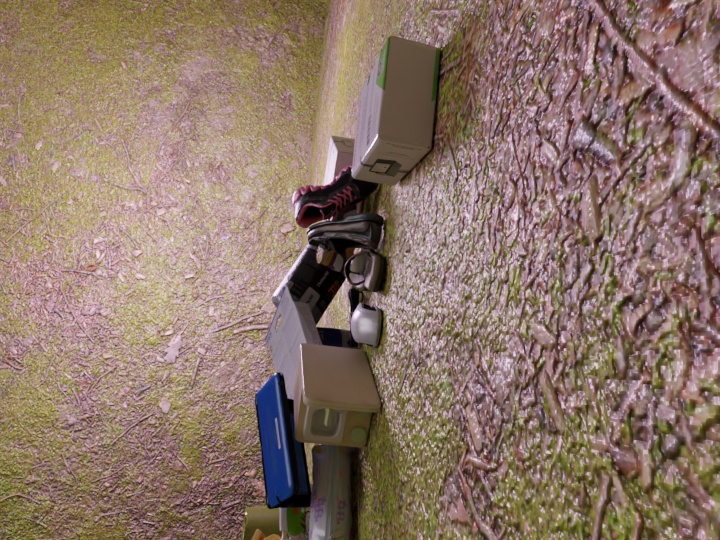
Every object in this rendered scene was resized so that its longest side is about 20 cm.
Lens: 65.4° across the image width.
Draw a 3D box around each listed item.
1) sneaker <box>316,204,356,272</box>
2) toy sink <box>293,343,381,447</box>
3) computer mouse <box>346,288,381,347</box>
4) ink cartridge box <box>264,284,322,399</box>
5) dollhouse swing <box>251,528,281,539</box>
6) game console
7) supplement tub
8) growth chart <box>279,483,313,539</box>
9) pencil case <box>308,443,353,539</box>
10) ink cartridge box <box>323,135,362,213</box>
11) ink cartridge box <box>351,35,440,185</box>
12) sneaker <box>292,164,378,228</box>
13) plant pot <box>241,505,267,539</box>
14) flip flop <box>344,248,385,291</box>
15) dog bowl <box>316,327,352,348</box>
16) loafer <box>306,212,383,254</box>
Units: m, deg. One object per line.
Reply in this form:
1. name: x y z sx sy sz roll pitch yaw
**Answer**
1. sneaker: -0.029 -0.096 1.201 0.075 0.088 0.206 -16 55 68
2. toy sink: -0.047 0.225 0.967 0.201 0.126 0.116 -117 35 -70
3. computer mouse: -0.002 0.092 1.028 0.200 0.042 0.114 177 100 -80
4. ink cartridge box: -0.138 0.170 1.180 0.202 0.039 0.204 -62 42 43
5. dollhouse swing: -0.120 0.626 1.058 0.186 0.196 0.176 -63 -36 -13
6. game console: -0.118 0.306 1.004 0.171 0.115 0.206 -46 49 47
7. supplement tub: -0.104 0.019 1.278 0.203 0.121 0.123 -57 3 -17
8. growth chart: -0.099 0.462 1.066 0.200 0.017 0.148 44 -153 -51
9. pencil case: -0.053 0.409 0.991 0.092 0.080 0.205 75 -168 -51
10. ink cartridge box: -0.037 -0.224 1.328 0.201 0.080 0.151 -108 27 -67
11. ink cartridge box: 0.048 -0.232 0.857 0.200 0.081 0.151 153 124 -77
12. sneaker: -0.049 -0.139 1.105 0.080 0.195 0.097 56 -159 -32
13. plant pot: -0.229 0.711 1.503 0.200 0.178 0.208 -172 90 -80
14. flip flop: 0.000 0.000 1.042 0.200 0.056 0.084 -153 70 -79
15. dog bowl: -0.074 0.231 1.247 0.200 0.076 0.208 -172 90 -80
16. loafer: -0.037 -0.061 1.066 0.196 0.071 0.065 -10 72 46
